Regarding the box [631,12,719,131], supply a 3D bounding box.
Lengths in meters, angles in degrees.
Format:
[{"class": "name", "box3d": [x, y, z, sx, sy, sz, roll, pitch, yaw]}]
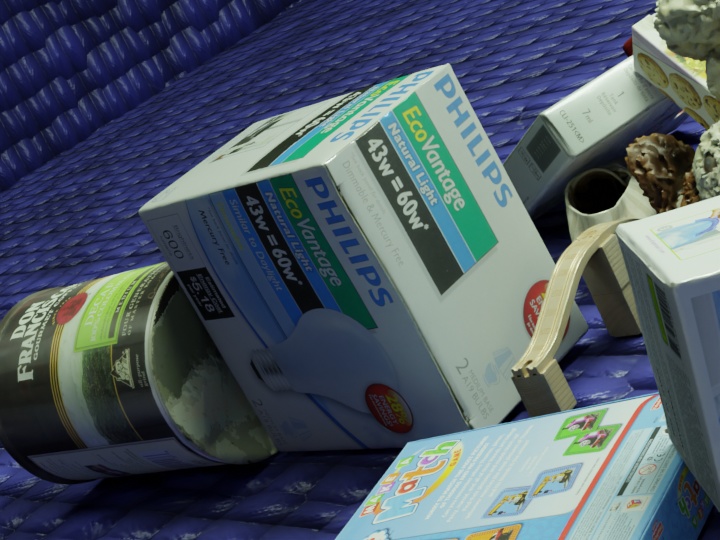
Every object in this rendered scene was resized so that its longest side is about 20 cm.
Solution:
[{"class": "box", "box3d": [0.246, -0.103, 1.052, 0.039, 0.042, 0.200, -29, 49, -12]}]

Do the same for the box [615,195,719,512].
[{"class": "box", "box3d": [0.227, 0.014, 0.707, 0.198, 0.113, 0.101, -17, 16, 0]}]

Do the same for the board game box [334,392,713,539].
[{"class": "board game box", "box3d": [0.077, 0.123, 0.814, 0.199, 0.037, 0.151, -15, 20, 36]}]

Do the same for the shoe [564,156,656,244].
[{"class": "shoe", "box3d": [0.179, -0.048, 1.152, 0.069, 0.054, 0.200, -23, 16, 17]}]

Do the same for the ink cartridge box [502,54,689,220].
[{"class": "ink cartridge box", "box3d": [0.188, -0.111, 1.224, 0.173, 0.044, 0.200, -33, -7, -15]}]

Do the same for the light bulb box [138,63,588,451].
[{"class": "light bulb box", "box3d": [0.000, 0.000, 1.035, 0.199, 0.199, 0.125, -10, 25, 51]}]

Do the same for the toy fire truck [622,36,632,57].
[{"class": "toy fire truck", "box3d": [0.343, -0.275, 1.528, 0.200, 0.112, 0.168, -38, -1, -34]}]

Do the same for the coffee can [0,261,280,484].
[{"class": "coffee can", "box3d": [-0.150, 0.071, 1.166, 0.199, 0.147, 0.146, -12, 22, 44]}]

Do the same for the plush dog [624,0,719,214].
[{"class": "plush dog", "box3d": [0.242, -0.066, 0.933, 0.173, 0.160, 0.200, -59, 32, 15]}]

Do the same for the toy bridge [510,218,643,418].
[{"class": "toy bridge", "box3d": [0.152, 0.007, 0.997, 0.027, 0.068, 0.200, -10, 24, 49]}]
